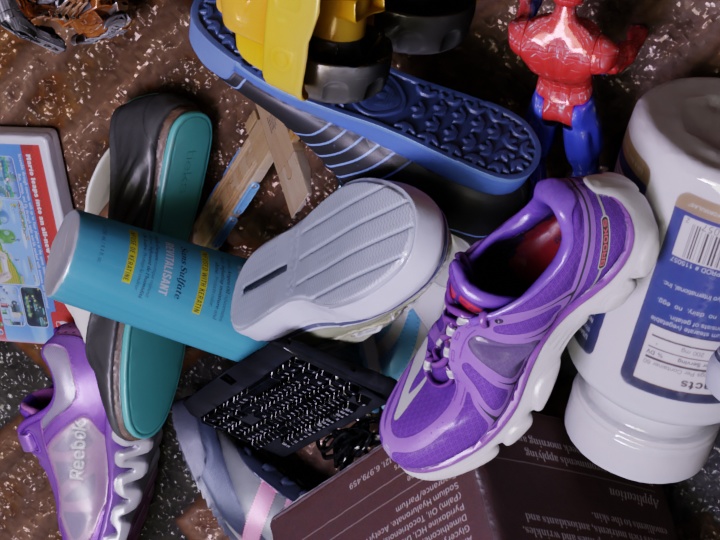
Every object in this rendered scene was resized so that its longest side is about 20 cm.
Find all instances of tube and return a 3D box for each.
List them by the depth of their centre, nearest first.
[{"bbox_3d":[-0.076,0.019,1.384,0.200,0.078,0.050,18,154,-21],"label":"tube"}]

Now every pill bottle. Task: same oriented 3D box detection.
[{"bbox_3d":[0.171,0.009,1.297,0.111,0.111,0.200,22,124,12],"label":"pill bottle"}]

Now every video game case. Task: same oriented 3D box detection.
[{"bbox_3d":[-0.265,-0.024,1.535,0.199,0.017,0.143,3,118,23],"label":"video game case"}]

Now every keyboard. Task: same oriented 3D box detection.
[{"bbox_3d":[-0.034,0.087,1.388,0.104,0.040,0.200,20,163,-13],"label":"keyboard"}]

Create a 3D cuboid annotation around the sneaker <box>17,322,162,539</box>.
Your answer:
[{"bbox_3d":[-0.169,0.111,1.523,0.088,0.081,0.201,14,117,2],"label":"sneaker"}]

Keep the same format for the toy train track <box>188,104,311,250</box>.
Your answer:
[{"bbox_3d":[-0.052,-0.058,1.400,0.200,0.032,0.115,-54,45,46],"label":"toy train track"}]

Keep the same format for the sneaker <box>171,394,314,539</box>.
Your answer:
[{"bbox_3d":[-0.036,0.147,1.509,0.082,0.070,0.200,-31,102,13],"label":"sneaker"}]

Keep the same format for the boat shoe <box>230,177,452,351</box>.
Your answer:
[{"bbox_3d":[0.000,0.000,1.289,0.062,0.072,0.200,15,164,-25],"label":"boat shoe"}]

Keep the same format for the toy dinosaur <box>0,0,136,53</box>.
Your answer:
[{"bbox_3d":[-0.194,-0.192,1.331,0.102,0.136,0.200,-13,154,14],"label":"toy dinosaur"}]

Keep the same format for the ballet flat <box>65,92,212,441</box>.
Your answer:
[{"bbox_3d":[-0.131,-0.004,1.433,0.068,0.068,0.201,12,92,33],"label":"ballet flat"}]

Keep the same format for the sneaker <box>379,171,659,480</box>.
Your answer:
[{"bbox_3d":[0.062,0.022,1.250,0.200,0.083,0.081,-55,48,27],"label":"sneaker"}]

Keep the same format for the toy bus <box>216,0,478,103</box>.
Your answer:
[{"bbox_3d":[-0.040,-0.188,1.236,0.192,0.200,0.136,23,123,20],"label":"toy bus"}]

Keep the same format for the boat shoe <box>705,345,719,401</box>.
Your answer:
[{"bbox_3d":[0.268,0.030,1.241,0.201,0.075,0.086,2,115,-23],"label":"boat shoe"}]

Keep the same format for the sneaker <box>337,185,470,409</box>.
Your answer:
[{"bbox_3d":[0.043,0.010,1.379,0.081,0.077,0.200,0,120,21],"label":"sneaker"}]

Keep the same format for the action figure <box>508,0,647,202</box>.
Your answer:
[{"bbox_3d":[0.113,-0.101,1.299,0.065,0.099,0.200,14,145,13],"label":"action figure"}]

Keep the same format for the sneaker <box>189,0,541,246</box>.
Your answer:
[{"bbox_3d":[-0.005,-0.075,1.288,0.200,0.070,0.078,29,140,8],"label":"sneaker"}]

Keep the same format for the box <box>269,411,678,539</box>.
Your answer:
[{"bbox_3d":[0.076,0.200,1.361,0.164,0.166,0.200,-35,54,35],"label":"box"}]
